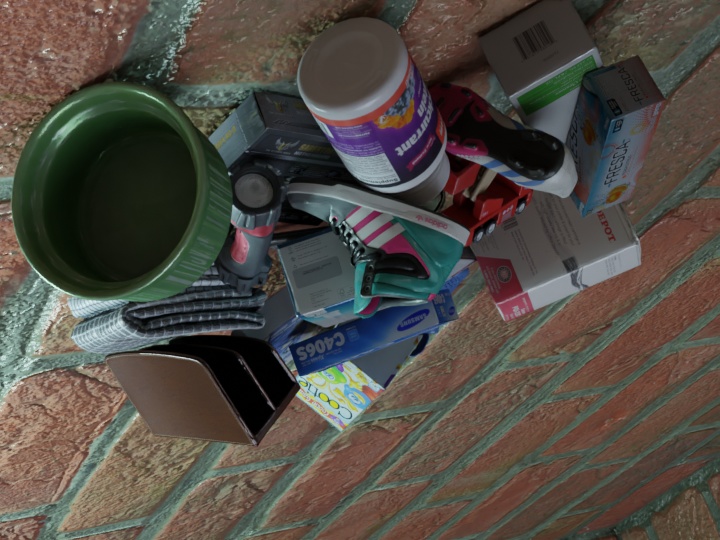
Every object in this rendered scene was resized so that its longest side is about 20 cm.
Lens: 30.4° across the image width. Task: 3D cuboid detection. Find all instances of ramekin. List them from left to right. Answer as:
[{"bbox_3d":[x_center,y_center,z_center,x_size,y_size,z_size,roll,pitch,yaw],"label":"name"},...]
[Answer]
[{"bbox_3d":[-0.216,-0.066,1.240,0.198,0.202,0.098,-26,164,12],"label":"ramekin"}]

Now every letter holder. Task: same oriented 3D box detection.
[{"bbox_3d":[-0.198,0.122,1.610,0.198,0.143,0.101,-2,-142,44],"label":"letter holder"}]

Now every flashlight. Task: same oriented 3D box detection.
[{"bbox_3d":[-0.124,-0.043,1.407,0.067,0.068,0.200,-18,162,-20],"label":"flashlight"}]

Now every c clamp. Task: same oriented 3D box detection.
[{"bbox_3d":[-0.058,-0.036,1.577,0.197,0.027,0.171,-7,-179,-13],"label":"c clamp"}]

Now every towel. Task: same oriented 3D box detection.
[{"bbox_3d":[-0.221,0.044,1.546,0.198,0.087,0.165,-6,172,-33],"label":"towel"}]

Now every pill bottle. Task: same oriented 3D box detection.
[{"bbox_3d":[0.022,-0.148,1.320,0.110,0.112,0.200,-25,145,8],"label":"pill bottle"}]

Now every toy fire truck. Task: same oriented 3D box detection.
[{"bbox_3d":[0.145,-0.107,1.573,0.199,0.049,0.142,-32,145,-40],"label":"toy fire truck"}]

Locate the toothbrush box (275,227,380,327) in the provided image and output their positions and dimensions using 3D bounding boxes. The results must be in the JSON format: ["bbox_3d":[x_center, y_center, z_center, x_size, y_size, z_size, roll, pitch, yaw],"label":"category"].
[{"bbox_3d":[0.000,0.000,1.498,0.145,0.086,0.200,-18,171,6],"label":"toothbrush box"}]

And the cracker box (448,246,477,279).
[{"bbox_3d":[0.065,-0.002,1.698,0.133,0.058,0.200,-33,170,13],"label":"cracker box"}]

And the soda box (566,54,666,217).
[{"bbox_3d":[0.269,-0.141,1.435,0.068,0.064,0.201,-21,154,-11],"label":"soda box"}]

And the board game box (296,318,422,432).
[{"bbox_3d":[-0.010,0.130,1.853,0.105,0.103,0.200,-52,180,-29],"label":"board game box"}]

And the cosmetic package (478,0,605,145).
[{"bbox_3d":[0.211,-0.204,1.437,0.107,0.086,0.200,-30,154,11],"label":"cosmetic package"}]

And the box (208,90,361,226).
[{"bbox_3d":[-0.079,-0.115,1.423,0.199,0.049,0.158,3,146,-44],"label":"box"}]

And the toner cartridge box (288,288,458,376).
[{"bbox_3d":[0.017,0.078,1.669,0.198,0.044,0.095,-22,175,19],"label":"toner cartridge box"}]

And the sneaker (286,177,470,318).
[{"bbox_3d":[0.002,-0.016,1.361,0.198,0.122,0.084,18,174,16],"label":"sneaker"}]

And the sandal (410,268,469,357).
[{"bbox_3d":[0.094,0.053,1.879,0.079,0.088,0.200,-2,148,-34],"label":"sandal"}]

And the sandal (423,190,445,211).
[{"bbox_3d":[0.068,-0.094,1.579,0.079,0.058,0.202,-17,156,-10],"label":"sandal"}]

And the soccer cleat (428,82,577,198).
[{"bbox_3d":[0.144,-0.131,1.404,0.070,0.199,0.086,-54,145,-3],"label":"soccer cleat"}]

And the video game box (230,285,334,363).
[{"bbox_3d":[-0.094,0.071,1.721,0.199,0.047,0.183,-36,168,-30],"label":"video game box"}]

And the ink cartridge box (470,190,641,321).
[{"bbox_3d":[0.248,-0.043,1.725,0.198,0.147,0.085,-24,155,8],"label":"ink cartridge box"}]
